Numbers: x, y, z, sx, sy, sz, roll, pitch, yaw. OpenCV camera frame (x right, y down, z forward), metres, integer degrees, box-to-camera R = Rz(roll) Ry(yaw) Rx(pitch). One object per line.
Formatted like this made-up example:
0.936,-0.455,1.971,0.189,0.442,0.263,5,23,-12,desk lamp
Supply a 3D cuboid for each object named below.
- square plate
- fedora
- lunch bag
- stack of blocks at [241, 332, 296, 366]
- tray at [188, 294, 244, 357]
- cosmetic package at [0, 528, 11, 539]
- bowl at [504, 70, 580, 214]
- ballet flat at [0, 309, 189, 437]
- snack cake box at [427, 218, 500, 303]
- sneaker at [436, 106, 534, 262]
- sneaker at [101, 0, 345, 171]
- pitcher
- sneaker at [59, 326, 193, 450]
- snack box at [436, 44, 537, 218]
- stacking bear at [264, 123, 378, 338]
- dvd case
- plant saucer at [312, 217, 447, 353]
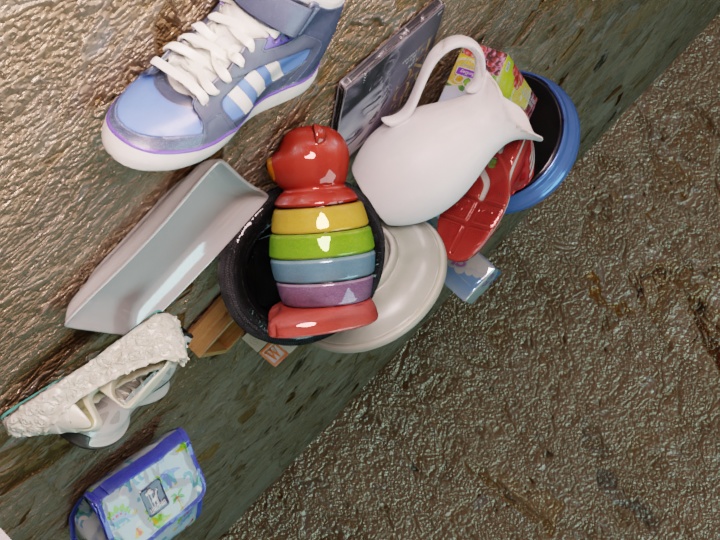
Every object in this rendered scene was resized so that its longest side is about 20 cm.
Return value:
-0.180,-0.020,1.111,0.198,0.028,0.200,-46,170,1,square plate
-0.075,-0.015,1.296,0.201,0.201,0.092,-44,-152,-15,fedora
-0.314,0.324,1.682,0.170,0.127,0.200,-37,154,-34,lunch bag
-0.057,0.020,1.532,0.200,0.059,0.115,-44,-169,23,stack of blocks
-0.129,0.021,1.466,0.200,0.037,0.099,-49,170,9,tray
-0.360,0.216,0.802,0.123,0.200,0.199,-48,170,23,cosmetic package
0.194,-0.176,1.596,0.201,0.201,0.039,-48,146,9,bowl
-0.251,0.114,1.141,0.200,0.072,0.072,-34,170,-1,ballet flat
0.103,-0.043,1.693,0.067,0.200,0.115,-47,170,3,snack cake box
0.166,-0.090,1.438,0.200,0.078,0.116,-63,152,-5,sneaker
-0.088,-0.165,0.805,0.200,0.081,0.147,-34,157,-37,sneaker
0.080,-0.155,1.338,0.200,0.172,0.121,-34,-149,9,pitcher
-0.245,0.102,1.251,0.115,0.076,0.200,-61,173,25,sneaker
0.140,-0.162,1.495,0.200,0.068,0.169,-65,156,-1,snack box
-0.045,-0.045,1.181,0.114,0.200,0.121,-5,-172,-3,stacking bear
0.023,-0.196,1.294,0.149,0.016,0.200,-43,170,-18,dvd case
0.000,0.000,1.380,0.200,0.200,0.050,-45,138,-10,plant saucer
